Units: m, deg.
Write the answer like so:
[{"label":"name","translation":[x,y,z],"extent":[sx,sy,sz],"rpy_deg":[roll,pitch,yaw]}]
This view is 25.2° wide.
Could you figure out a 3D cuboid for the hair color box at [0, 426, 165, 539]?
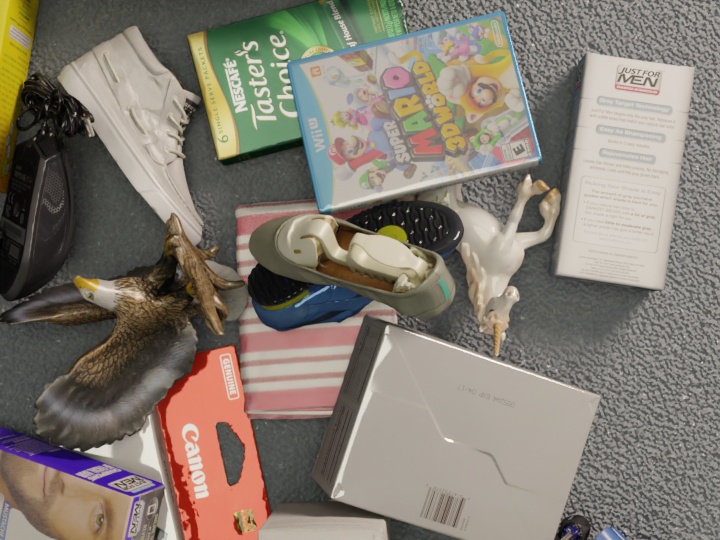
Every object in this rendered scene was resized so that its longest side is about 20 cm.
[{"label":"hair color box","translation":[-0.279,0.215,1.416],"extent":[0.199,0.065,0.110],"rpy_deg":[15,98,19]}]

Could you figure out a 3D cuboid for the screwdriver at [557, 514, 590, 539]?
[{"label":"screwdriver","translation":[0.173,0.226,1.372],"extent":[0.029,0.200,0.028],"rpy_deg":[17,90,18]}]

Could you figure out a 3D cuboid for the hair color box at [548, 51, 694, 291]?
[{"label":"hair color box","translation":[0.233,-0.087,1.445],"extent":[0.098,0.061,0.201],"rpy_deg":[8,90,1]}]

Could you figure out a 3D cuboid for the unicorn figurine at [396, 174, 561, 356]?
[{"label":"unicorn figurine","translation":[0.111,-0.034,1.435],"extent":[0.200,0.074,0.138],"rpy_deg":[43,104,31]}]

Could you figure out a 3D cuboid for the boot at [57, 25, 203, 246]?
[{"label":"boot","translation":[-0.180,-0.124,1.452],"extent":[0.095,0.074,0.200],"rpy_deg":[-36,93,-4]}]

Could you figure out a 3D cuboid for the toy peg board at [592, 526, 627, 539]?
[{"label":"toy peg board","translation":[0.174,0.286,1.379],"extent":[0.098,0.200,0.199],"rpy_deg":[44,90,16]}]

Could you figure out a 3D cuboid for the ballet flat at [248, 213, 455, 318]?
[{"label":"ballet flat","translation":[-0.012,-0.018,1.352],"extent":[0.199,0.064,0.068],"rpy_deg":[19,64,25]}]

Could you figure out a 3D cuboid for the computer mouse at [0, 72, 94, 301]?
[{"label":"computer mouse","translation":[-0.279,-0.067,1.440],"extent":[0.053,0.138,0.201],"rpy_deg":[8,102,-32]}]

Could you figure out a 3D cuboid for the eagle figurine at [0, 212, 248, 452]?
[{"label":"eagle figurine","translation":[-0.208,0.043,1.411],"extent":[0.200,0.152,0.151],"rpy_deg":[-40,106,24]}]

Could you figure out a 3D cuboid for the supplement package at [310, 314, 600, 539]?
[{"label":"supplement package","translation":[0.080,0.146,1.399],"extent":[0.199,0.111,0.156],"rpy_deg":[19,89,-11]}]

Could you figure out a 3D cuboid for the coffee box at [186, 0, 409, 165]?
[{"label":"coffee box","translation":[-0.048,-0.178,1.462],"extent":[0.199,0.044,0.124],"rpy_deg":[-13,89,1]}]

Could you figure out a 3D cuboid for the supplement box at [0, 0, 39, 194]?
[{"label":"supplement box","translation":[-0.363,-0.178,1.439],"extent":[0.108,0.110,0.201],"rpy_deg":[10,88,2]}]

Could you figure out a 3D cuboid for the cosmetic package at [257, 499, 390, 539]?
[{"label":"cosmetic package","translation":[-0.027,0.247,1.375],"extent":[0.107,0.200,0.085],"rpy_deg":[-2,87,3]}]

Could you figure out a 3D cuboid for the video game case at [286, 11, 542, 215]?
[{"label":"video game case","translation":[0.046,-0.138,1.413],"extent":[0.199,0.018,0.144],"rpy_deg":[-13,76,2]}]

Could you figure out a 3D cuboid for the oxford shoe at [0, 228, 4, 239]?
[{"label":"oxford shoe","translation":[-0.411,-0.001,1.459],"extent":[0.199,0.073,0.085],"rpy_deg":[-11,91,13]}]

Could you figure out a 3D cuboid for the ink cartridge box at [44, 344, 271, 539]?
[{"label":"ink cartridge box","translation":[-0.180,0.181,1.460],"extent":[0.173,0.044,0.201],"rpy_deg":[-12,88,3]}]

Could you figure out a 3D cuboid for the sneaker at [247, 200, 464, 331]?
[{"label":"sneaker","translation":[0.000,0.000,1.421],"extent":[0.199,0.079,0.066],"rpy_deg":[-22,55,5]}]

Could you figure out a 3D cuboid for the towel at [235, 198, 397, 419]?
[{"label":"towel","translation":[-0.039,0.033,1.468],"extent":[0.146,0.030,0.201],"rpy_deg":[-3,87,3]}]
